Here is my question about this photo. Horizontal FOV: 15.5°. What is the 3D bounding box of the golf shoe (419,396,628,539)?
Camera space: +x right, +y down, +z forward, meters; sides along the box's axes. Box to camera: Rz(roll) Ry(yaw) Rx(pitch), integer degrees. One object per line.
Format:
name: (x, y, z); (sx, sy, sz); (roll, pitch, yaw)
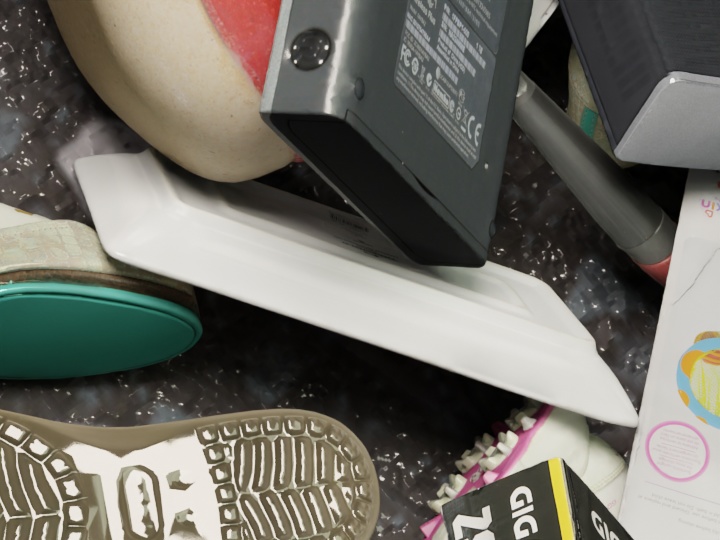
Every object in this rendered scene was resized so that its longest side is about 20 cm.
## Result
golf shoe: (0.047, 0.131, 0.900); (0.092, 0.075, 0.200); (41, 55, -8)

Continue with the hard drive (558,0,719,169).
hard drive: (0.167, -0.102, 0.995); (0.200, 0.042, 0.135); (-2, 62, -29)

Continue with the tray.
tray: (0.000, 0.000, 0.929); (0.200, 0.107, 0.022); (19, 103, -18)

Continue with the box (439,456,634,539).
box: (0.099, 0.176, 0.827); (0.200, 0.049, 0.160); (48, 26, -42)

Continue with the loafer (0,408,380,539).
loafer: (-0.095, 0.087, 0.854); (0.200, 0.068, 0.076); (1, 63, -9)

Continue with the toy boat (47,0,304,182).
toy boat: (-0.047, -0.134, 0.892); (0.131, 0.131, 0.200); (-25, 103, -13)

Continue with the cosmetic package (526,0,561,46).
cosmetic package: (-0.015, -0.147, 1.000); (0.200, 0.081, 0.113); (43, 55, -4)

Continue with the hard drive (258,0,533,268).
hard drive: (0.024, -0.118, 0.885); (0.140, 0.033, 0.200); (42, 55, -60)

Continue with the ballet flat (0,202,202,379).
ballet flat: (-0.145, 0.001, 0.870); (0.200, 0.067, 0.062); (-3, 61, -29)

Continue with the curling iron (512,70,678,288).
curling iron: (0.112, -0.017, 0.997); (0.200, 0.026, 0.050); (36, 55, -33)

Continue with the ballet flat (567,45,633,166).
ballet flat: (0.146, -0.100, 1.067); (0.067, 0.062, 0.200); (38, 48, 25)

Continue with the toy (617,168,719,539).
toy: (0.155, 0.051, 0.962); (0.115, 0.047, 0.200); (18, 63, -4)
